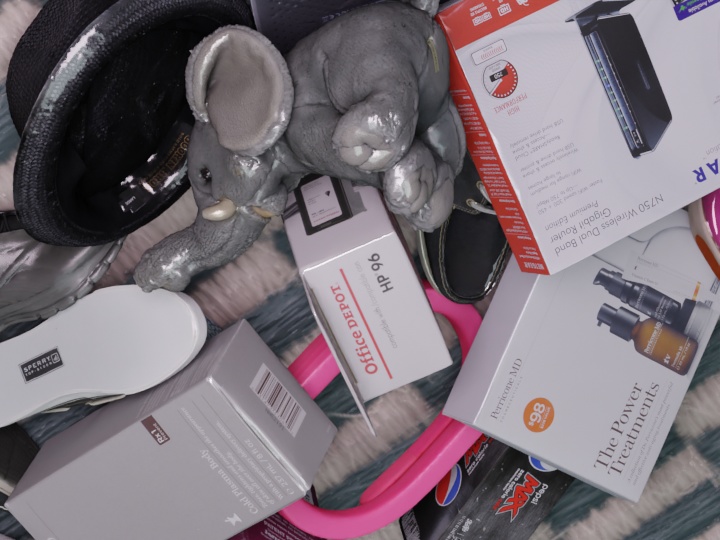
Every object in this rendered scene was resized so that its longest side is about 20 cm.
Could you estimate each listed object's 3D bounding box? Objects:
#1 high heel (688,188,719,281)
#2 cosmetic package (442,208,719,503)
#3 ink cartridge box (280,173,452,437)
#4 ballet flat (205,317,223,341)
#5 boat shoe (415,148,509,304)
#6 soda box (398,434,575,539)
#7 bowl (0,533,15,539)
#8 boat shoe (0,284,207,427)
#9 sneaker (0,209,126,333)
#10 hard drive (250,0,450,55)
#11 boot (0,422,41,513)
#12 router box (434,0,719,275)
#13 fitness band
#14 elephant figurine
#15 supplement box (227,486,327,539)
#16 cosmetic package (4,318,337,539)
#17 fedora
[{"bbox_3d":[0.260,-0.065,1.431,0.096,0.067,0.200,-27,103,-1],"label":"high heel"},{"bbox_3d":[0.164,0.040,1.470,0.151,0.052,0.200,26,85,-24],"label":"cosmetic package"},{"bbox_3d":[0.000,0.000,1.366,0.068,0.200,0.116,-23,125,3],"label":"ink cartridge box"},{"bbox_3d":[-0.105,0.080,1.474,0.200,0.074,0.074,30,111,-28],"label":"ballet flat"},{"bbox_3d":[0.083,-0.062,1.418,0.072,0.068,0.200,1,118,-20],"label":"boat shoe"},{"bbox_3d":[0.112,0.142,1.567,0.071,0.063,0.200,23,115,-26],"label":"soda box"},{"bbox_3d":[-0.282,0.276,1.557,0.200,0.075,0.200,34,110,-28],"label":"bowl"},{"bbox_3d":[-0.177,0.054,1.413,0.200,0.064,0.071,-17,86,29],"label":"boat shoe"},{"bbox_3d":[-0.238,-0.005,1.389,0.200,0.076,0.091,-34,113,4],"label":"sneaker"},{"bbox_3d":[-0.006,-0.190,1.281,0.135,0.042,0.200,-18,159,-4],"label":"hard drive"},{"bbox_3d":[-0.328,0.145,1.466,0.203,0.074,0.154,31,114,-25],"label":"boot"},{"bbox_3d":[0.159,-0.120,1.344,0.200,0.049,0.180,-28,101,-16],"label":"router box"},{"bbox_3d":[0.012,0.098,1.489,0.200,0.037,0.144,-46,124,-11],"label":"fitness band"},{"bbox_3d":[-0.047,-0.085,1.278,0.200,0.155,0.142,-2,132,24],"label":"elephant figurine"},{"bbox_3d":[-0.095,0.226,1.491,0.131,0.200,0.103,-43,121,15],"label":"supplement box"},{"bbox_3d":[-0.127,0.130,1.414,0.200,0.090,0.107,-34,105,27],"label":"cosmetic package"},{"bbox_3d":[-0.158,-0.113,1.303,0.201,0.092,0.201,-36,151,-24],"label":"fedora"}]
